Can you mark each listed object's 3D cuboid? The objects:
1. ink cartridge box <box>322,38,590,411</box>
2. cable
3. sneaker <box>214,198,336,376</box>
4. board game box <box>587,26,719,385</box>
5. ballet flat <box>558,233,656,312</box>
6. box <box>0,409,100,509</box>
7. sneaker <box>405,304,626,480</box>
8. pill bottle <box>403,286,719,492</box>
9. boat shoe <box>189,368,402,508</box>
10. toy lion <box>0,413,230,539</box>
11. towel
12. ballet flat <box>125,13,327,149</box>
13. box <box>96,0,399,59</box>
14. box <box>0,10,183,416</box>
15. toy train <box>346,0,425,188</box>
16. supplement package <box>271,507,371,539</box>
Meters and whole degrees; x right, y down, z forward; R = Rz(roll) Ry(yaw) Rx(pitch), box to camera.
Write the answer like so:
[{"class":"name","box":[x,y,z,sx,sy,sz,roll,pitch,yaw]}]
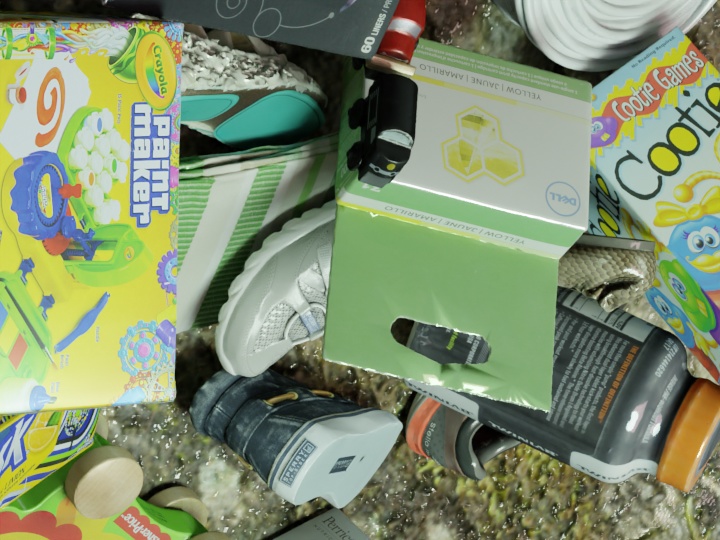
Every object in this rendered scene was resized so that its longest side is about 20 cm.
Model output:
[{"class":"ink cartridge box","box":[0.057,-0.031,1.672,0.145,0.200,0.048,14,148,-16]},{"class":"cable","box":[0.162,-0.222,1.784,0.200,0.069,0.200,-28,135,-25]},{"class":"sneaker","box":[0.000,0.000,1.731,0.200,0.082,0.075,-40,154,0]},{"class":"board game box","box":[0.217,-0.032,1.801,0.105,0.200,0.103,-36,164,-12]},{"class":"ballet flat","box":[0.089,-0.004,1.784,0.067,0.200,0.046,0,95,-61]},{"class":"box","box":[-0.220,0.093,1.606,0.200,0.070,0.064,-37,145,-57]},{"class":"sneaker","box":[0.125,0.070,1.950,0.200,0.082,0.077,-44,138,-8]},{"class":"pill bottle","box":[0.135,0.068,1.853,0.106,0.200,0.106,-58,165,-25]},{"class":"boat shoe","box":[-0.039,0.097,1.840,0.071,0.091,0.200,-55,166,5]},{"class":"toy lion","box":[-0.195,0.184,1.769,0.192,0.069,0.200,-43,139,1]},{"class":"towel","box":[-0.090,-0.018,1.716,0.200,0.023,0.153,-14,144,-37]},{"class":"ballet flat","box":[-0.079,-0.113,1.641,0.072,0.072,0.200,-60,157,10]},{"class":"box","box":[-0.068,-0.200,1.565,0.200,0.106,0.122,7,114,-44]},{"class":"box","box":[-0.203,-0.032,1.496,0.192,0.122,0.200,-2,98,-35]},{"class":"toy train","box":[0.016,-0.141,1.645,0.034,0.200,0.046,16,149,-24]},{"class":"supplement package","box":[-0.061,0.265,1.897,0.200,0.117,0.117,-26,133,-27]}]
